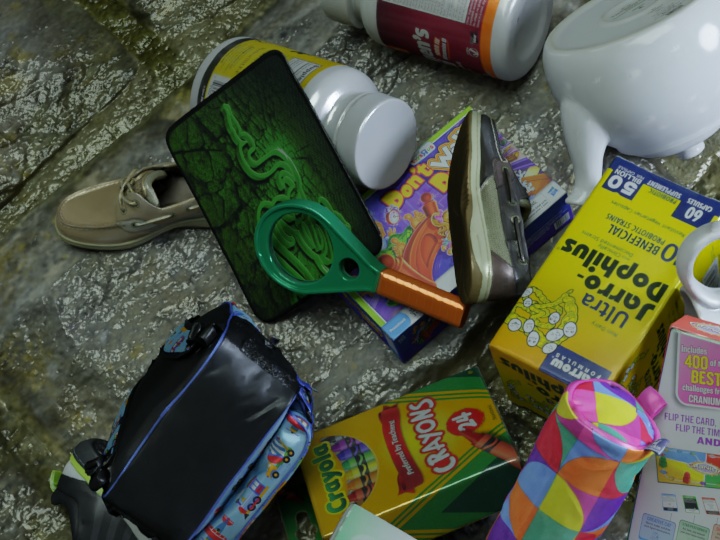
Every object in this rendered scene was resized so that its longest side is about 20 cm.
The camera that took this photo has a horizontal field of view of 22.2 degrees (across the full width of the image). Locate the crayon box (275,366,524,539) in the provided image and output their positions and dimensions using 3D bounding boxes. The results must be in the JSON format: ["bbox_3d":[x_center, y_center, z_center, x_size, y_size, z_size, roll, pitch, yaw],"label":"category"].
[{"bbox_3d":[0.026,0.166,1.476,0.199,0.051,0.127,-23,35,-1],"label":"crayon box"}]

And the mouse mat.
[{"bbox_3d":[-0.079,-0.072,1.601,0.161,0.008,0.201,-33,84,34],"label":"mouse mat"}]

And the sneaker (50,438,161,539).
[{"bbox_3d":[-0.193,0.229,1.535,0.083,0.072,0.200,-51,56,13],"label":"sneaker"}]

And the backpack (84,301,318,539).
[{"bbox_3d":[-0.125,0.122,1.509,0.134,0.200,0.183,36,96,-9],"label":"backpack"}]

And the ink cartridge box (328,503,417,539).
[{"bbox_3d":[0.041,0.288,1.344,0.199,0.050,0.161,28,51,4],"label":"ink cartridge box"}]

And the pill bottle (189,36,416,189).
[{"bbox_3d":[-0.049,-0.136,1.644,0.199,0.111,0.112,22,68,38],"label":"pill bottle"}]

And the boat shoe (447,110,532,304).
[{"bbox_3d":[0.111,-0.050,1.548,0.064,0.073,0.201,8,52,-9],"label":"boat shoe"}]

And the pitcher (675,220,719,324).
[{"bbox_3d":[0.342,0.017,1.424,0.199,0.172,0.122,-15,40,-2],"label":"pitcher"}]

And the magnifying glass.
[{"bbox_3d":[0.000,0.000,1.553,0.199,0.080,0.022,24,26,19],"label":"magnifying glass"}]

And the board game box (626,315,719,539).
[{"bbox_3d":[0.288,0.151,1.373,0.152,0.040,0.201,17,108,23],"label":"board game box"}]

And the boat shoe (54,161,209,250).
[{"bbox_3d":[-0.193,-0.069,1.693,0.199,0.065,0.073,-7,59,12],"label":"boat shoe"}]

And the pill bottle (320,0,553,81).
[{"bbox_3d":[0.069,-0.251,1.699,0.199,0.110,0.110,19,67,25],"label":"pill bottle"}]

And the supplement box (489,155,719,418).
[{"bbox_3d":[0.208,0.028,1.497,0.108,0.110,0.200,26,71,27],"label":"supplement box"}]

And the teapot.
[{"bbox_3d":[0.264,-0.166,1.580,0.199,0.147,0.198,-18,22,26],"label":"teapot"}]

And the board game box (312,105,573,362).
[{"bbox_3d":[0.067,-0.034,1.611,0.200,0.045,0.134,-40,58,-9],"label":"board game box"}]

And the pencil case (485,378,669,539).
[{"bbox_3d":[0.157,0.174,1.389,0.088,0.088,0.201,47,125,32],"label":"pencil case"}]
